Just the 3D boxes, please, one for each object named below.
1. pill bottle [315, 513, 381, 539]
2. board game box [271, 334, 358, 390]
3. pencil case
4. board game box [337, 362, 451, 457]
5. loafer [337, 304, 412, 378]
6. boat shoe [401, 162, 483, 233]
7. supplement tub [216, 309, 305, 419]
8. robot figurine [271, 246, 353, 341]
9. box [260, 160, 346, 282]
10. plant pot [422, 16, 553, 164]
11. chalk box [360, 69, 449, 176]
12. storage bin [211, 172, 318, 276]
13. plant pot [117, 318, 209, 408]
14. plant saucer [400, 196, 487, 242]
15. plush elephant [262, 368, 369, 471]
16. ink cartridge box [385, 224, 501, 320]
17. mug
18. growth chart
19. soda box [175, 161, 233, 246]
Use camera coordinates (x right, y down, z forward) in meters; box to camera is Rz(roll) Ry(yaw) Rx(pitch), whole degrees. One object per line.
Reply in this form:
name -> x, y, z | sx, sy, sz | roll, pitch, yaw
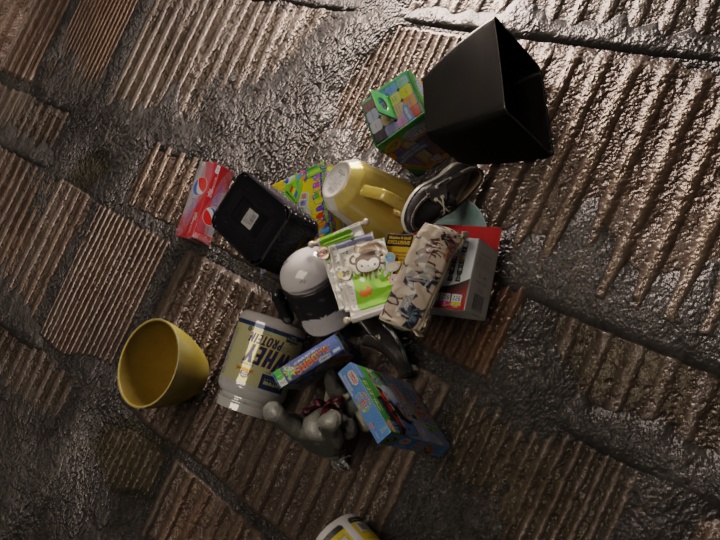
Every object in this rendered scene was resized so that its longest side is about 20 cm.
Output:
pill bottle -> 0.015, 0.527, 1.356 | 0.200, 0.114, 0.114 | 38, 97, 40
board game box -> -0.081, 0.176, 1.487 | 0.135, 0.200, 0.035 | -32, 78, 2
pencil case -> 0.110, 0.012, 1.344 | 0.089, 0.078, 0.200 | 26, 92, 24
board game box -> 0.061, 0.245, 1.371 | 0.037, 0.200, 0.151 | -44, 53, 14
loafer -> 0.030, 0.123, 1.492 | 0.072, 0.073, 0.200 | -30, 78, -5
boat shoe -> 0.154, -0.134, 1.457 | 0.060, 0.074, 0.200 | 14, 42, 44
supplement tub -> -0.208, 0.195, 1.629 | 0.145, 0.145, 0.201 | 12, 81, 39
robot figurine -> -0.079, 0.048, 1.551 | 0.150, 0.200, 0.125 | -41, 32, -28
box -> -0.107, -0.094, 1.676 | 0.192, 0.122, 0.201 | -19, 63, 31
plant pot -> 0.224, -0.306, 1.456 | 0.177, 0.200, 0.200 | -17, 64, 31
chalk box -> 0.091, -0.298, 1.553 | 0.124, 0.200, 0.125 | -31, 57, 24
storage bin -> -0.198, -0.095, 1.608 | 0.200, 0.094, 0.135 | 40, 99, 40
plant pot -> -0.429, 0.224, 1.786 | 0.200, 0.142, 0.201 | -14, 64, 32
plant saucer -> 0.161, -0.044, 1.511 | 0.201, 0.039, 0.202 | -14, 66, 33
plush elephant -> -0.051, 0.265, 1.489 | 0.164, 0.200, 0.155 | -3, 48, 35
ink cartridge box -> 0.140, -0.012, 1.434 | 0.200, 0.084, 0.176 | 5, 77, 38
mug -> 0.020, -0.151, 1.556 | 0.186, 0.153, 0.150 | -26, 46, 41
growth chart -> 0.000, 0.000, 1.440 | 0.144, 0.018, 0.200 | -27, 65, 8
soda box -> -0.386, -0.166, 1.952 | 0.070, 0.063, 0.201 | 10, 79, 39
